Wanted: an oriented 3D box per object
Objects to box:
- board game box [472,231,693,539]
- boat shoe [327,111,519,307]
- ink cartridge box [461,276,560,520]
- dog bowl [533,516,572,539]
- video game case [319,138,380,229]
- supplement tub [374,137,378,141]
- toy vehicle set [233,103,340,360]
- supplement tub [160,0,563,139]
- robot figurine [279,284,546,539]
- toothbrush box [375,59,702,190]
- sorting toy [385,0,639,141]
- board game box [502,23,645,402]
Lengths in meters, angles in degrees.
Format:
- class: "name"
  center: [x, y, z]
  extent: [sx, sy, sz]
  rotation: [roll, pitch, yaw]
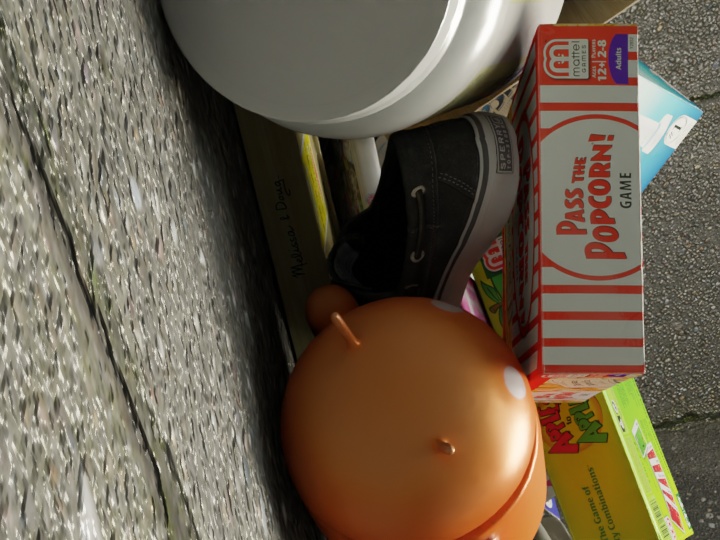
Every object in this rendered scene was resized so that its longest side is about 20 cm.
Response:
- class: "board game box"
  center: [0.126, 0.069, 0.938]
  extent: [0.200, 0.048, 0.102]
  rotation: [70, 17, 9]
- class: "boat shoe"
  center: [0.017, -0.006, 0.791]
  extent: [0.200, 0.066, 0.070]
  rotation: [118, -35, -59]
- class: "ink cartridge box"
  center: [0.081, 0.069, 0.943]
  extent: [0.200, 0.037, 0.095]
  rotation: [46, 26, -54]
- class: "dog bowl"
  center: [0.079, 0.173, 0.930]
  extent: [0.200, 0.059, 0.200]
  rotation: [53, 12, -16]
- class: "video game case"
  center: [0.000, 0.000, 0.981]
  extent: [0.143, 0.018, 0.201]
  rotation: [127, -48, -72]
- class: "supplement tub"
  center: [0.070, -0.113, 1.163]
  extent: [0.107, 0.200, 0.107]
  rotation: [51, -12, 15]
- class: "toy vehicle set"
  center: [-0.034, -0.042, 0.872]
  extent: [0.124, 0.026, 0.201]
  rotation: [-89, 167, -71]
- class: "supplement tub"
  center: [0.006, -0.135, 0.717]
  extent: [0.200, 0.145, 0.145]
  rotation: [-31, 109, -70]
- class: "robot figurine"
  center: [0.028, 0.085, 0.750]
  extent: [0.200, 0.116, 0.144]
  rotation: [69, 25, -65]
- class: "toothbrush box"
  center: [0.112, -0.083, 1.036]
  extent: [0.085, 0.147, 0.200]
  rotation: [44, 17, 26]
- class: "sorting toy"
  center: [0.035, -0.187, 0.850]
  extent: [0.200, 0.199, 0.070]
  rotation: [57, 28, -1]
- class: "board game box"
  center: [0.098, -0.018, 0.784]
  extent: [0.200, 0.046, 0.152]
  rotation: [89, 1, -81]
